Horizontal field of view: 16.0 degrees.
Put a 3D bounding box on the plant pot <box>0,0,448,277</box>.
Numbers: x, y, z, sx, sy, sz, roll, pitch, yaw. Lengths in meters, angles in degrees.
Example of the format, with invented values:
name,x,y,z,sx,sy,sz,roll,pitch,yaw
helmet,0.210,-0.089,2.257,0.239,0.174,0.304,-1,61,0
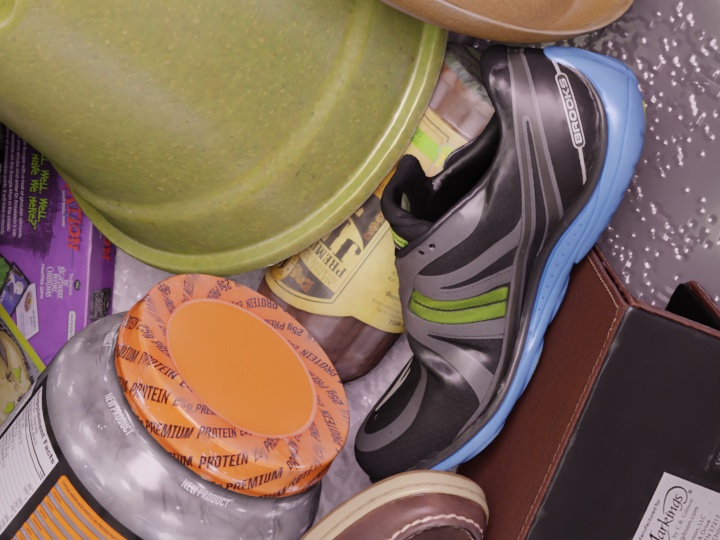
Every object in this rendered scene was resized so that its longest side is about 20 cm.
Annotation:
name,x,y,z,sx,sy,sz,roll,pitch,yaw
plant pot,-0.096,-0.118,0.990,0.200,0.184,0.201,-12,68,31

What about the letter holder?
name,x,y,z,sx,sy,sz,roll,pitch,yaw
letter holder,0.096,0.099,1.008,0.100,0.142,0.200,20,102,-11

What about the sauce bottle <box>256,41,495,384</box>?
name,x,y,z,sx,sy,sz,roll,pitch,yaw
sauce bottle,0.000,0.000,1.052,0.065,0.065,0.200,42,107,16

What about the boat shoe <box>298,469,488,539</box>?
name,x,y,z,sx,sy,sz,roll,pitch,yaw
boat shoe,-0.010,0.163,0.981,0.200,0.072,0.072,-51,39,24

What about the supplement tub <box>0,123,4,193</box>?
name,x,y,z,sx,sy,sz,roll,pitch,yaw
supplement tub,-0.216,-0.006,1.086,0.122,0.122,0.201,7,97,23

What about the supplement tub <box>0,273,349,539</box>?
name,x,y,z,sx,sy,sz,roll,pitch,yaw
supplement tub,-0.097,0.101,1.019,0.123,0.122,0.200,50,123,13

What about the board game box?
name,x,y,z,sx,sy,sz,roll,pitch,yaw
board game box,-0.169,0.019,1.148,0.120,0.032,0.201,7,96,26

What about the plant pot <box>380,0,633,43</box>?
name,x,y,z,sx,sy,sz,roll,pitch,yaw
plant pot,0.019,-0.156,0.970,0.200,0.200,0.027,51,127,13

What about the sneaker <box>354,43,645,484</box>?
name,x,y,z,sx,sy,sz,roll,pitch,yaw
sneaker,0.040,-0.004,0.992,0.083,0.071,0.200,18,118,-11
